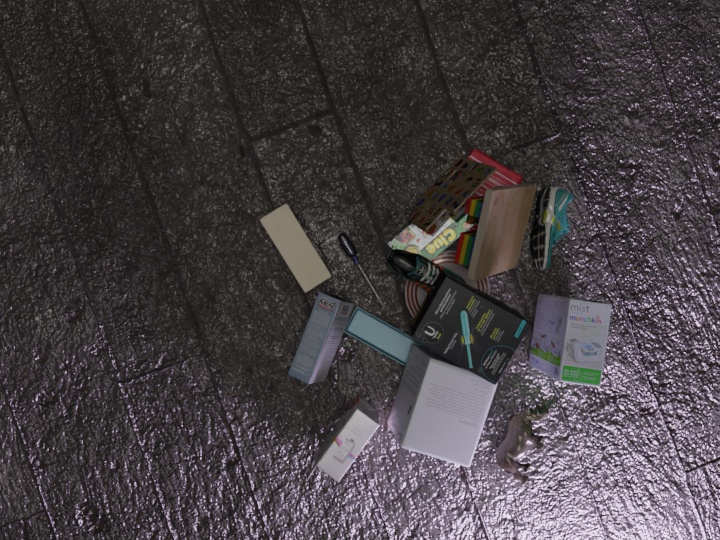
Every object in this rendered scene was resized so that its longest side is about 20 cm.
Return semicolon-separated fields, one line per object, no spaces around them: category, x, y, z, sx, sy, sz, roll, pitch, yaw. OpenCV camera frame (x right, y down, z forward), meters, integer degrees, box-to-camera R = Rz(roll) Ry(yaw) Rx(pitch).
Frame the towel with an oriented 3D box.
towel;0.284;-0.174;1.288;0.144;0.022;0.201;29;92;-2

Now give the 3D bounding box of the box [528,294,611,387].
box;0.459;0.147;1.199;0.096;0.200;0.178;8;89;0

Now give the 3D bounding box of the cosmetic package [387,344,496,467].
cosmetic package;0.179;0.298;1.209;0.165;0.167;0.201;18;90;-8

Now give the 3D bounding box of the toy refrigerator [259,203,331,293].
toy refrigerator;-0.153;-0.050;1.271;0.076;0.070;0.201;-33;91;-6

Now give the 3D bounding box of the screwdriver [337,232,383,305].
screwdriver;0.000;0.000;1.286;0.029;0.028;0.201;-25;86;-28

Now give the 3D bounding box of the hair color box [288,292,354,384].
hair color box;-0.089;0.157;1.249;0.060;0.099;0.201;22;91;19

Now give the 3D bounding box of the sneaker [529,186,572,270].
sneaker;0.455;-0.097;1.263;0.079;0.078;0.201;12;90;-8

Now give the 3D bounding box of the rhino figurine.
rhino figurine;0.389;0.391;1.269;0.087;0.060;0.201;25;87;11

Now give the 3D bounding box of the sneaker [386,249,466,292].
sneaker;0.148;0.010;1.219;0.199;0.080;0.072;24;90;11

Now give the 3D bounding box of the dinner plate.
dinner plate;0.203;0.049;1.259;0.199;0.024;0.202;-7;66;15

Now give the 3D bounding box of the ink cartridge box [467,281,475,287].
ink cartridge box;0.261;0.101;1.281;0.099;0.039;0.200;-36;89;1

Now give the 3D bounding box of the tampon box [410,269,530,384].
tampon box;0.227;0.115;1.140;0.199;0.126;0.151;29;97;0

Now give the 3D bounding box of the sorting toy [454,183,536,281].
sorting toy;0.298;-0.096;1.204;0.069;0.198;0.201;25;116;38

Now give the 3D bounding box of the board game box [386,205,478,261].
board game box;0.169;-0.089;1.270;0.200;0.023;0.105;-42;83;8

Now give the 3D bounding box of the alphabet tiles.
alphabet tiles;0.199;-0.175;1.224;0.200;0.167;0.008;-46;117;1

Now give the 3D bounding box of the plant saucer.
plant saucer;0.061;0.165;1.293;0.199;0.019;0.070;29;91;-1

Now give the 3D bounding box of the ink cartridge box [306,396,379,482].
ink cartridge box;-0.039;0.404;1.246;0.067;0.116;0.200;36;92;0
